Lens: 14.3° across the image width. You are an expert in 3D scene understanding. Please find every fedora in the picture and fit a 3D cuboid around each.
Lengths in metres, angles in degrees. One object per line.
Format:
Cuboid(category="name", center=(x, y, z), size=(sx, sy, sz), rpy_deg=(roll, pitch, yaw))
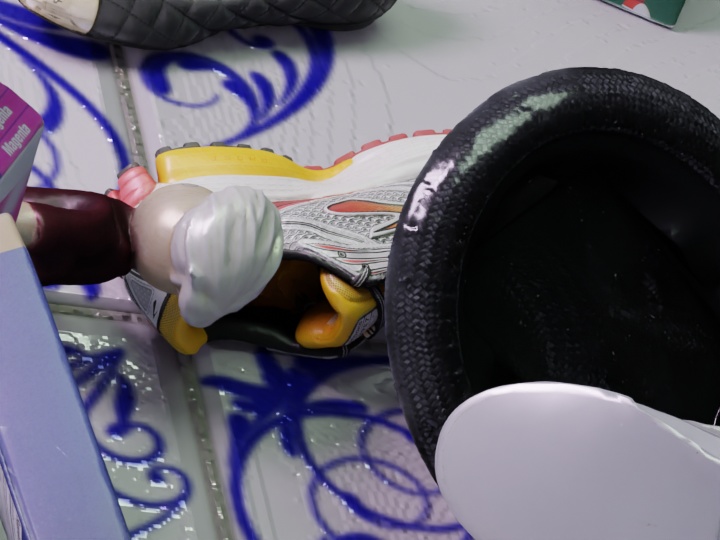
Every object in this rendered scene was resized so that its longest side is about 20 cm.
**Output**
Cuboid(category="fedora", center=(0.076, 0.023, 1.076), size=(0.200, 0.201, 0.092), rpy_deg=(0, 1, -28))

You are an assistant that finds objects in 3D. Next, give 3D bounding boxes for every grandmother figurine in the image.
Cuboid(category="grandmother figurine", center=(-0.127, -0.016, 1.035), size=(0.199, 0.061, 0.121), rpy_deg=(5, 5, -2))

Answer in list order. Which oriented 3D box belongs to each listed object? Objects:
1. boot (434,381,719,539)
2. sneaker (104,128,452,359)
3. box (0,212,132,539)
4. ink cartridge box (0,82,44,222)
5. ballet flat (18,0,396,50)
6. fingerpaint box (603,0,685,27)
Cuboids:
Cuboid(category="boot", center=(0.127, 0.092, 0.999), size=(0.199, 0.074, 0.096), rpy_deg=(17, -3, 14))
Cuboid(category="sneaker", center=(0.000, 0.000, 1.128), size=(0.199, 0.078, 0.082), rpy_deg=(-6, 46, -20))
Cuboid(category="box", center=(-0.083, 0.096, 0.856), size=(0.032, 0.121, 0.200), rpy_deg=(-17, 70, -10))
Cuboid(category="ink cartridge box", center=(-0.157, 0.028, 0.887), size=(0.043, 0.200, 0.196), rpy_deg=(23, 35, 3))
Cuboid(category="ballet flat", center=(-0.065, -0.136, 1.278), size=(0.200, 0.057, 0.066), rpy_deg=(-9, 44, -36))
Cuboid(category="fingerpaint box", center=(0.173, -0.245, 1.457), size=(0.073, 0.167, 0.200), rpy_deg=(22, 34, 1))
